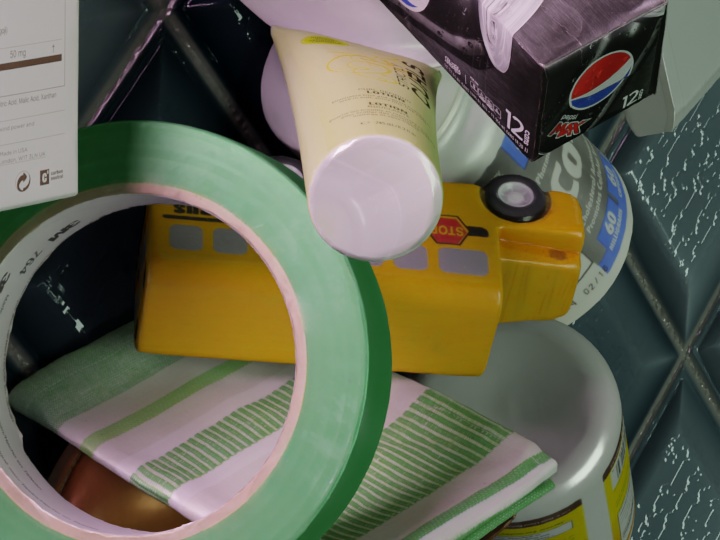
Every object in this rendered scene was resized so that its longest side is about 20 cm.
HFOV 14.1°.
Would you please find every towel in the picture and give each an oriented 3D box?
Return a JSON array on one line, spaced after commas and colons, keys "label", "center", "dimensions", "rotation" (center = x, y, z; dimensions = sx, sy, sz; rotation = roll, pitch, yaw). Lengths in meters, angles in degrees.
[{"label": "towel", "center": [-0.032, 0.072, 1.285], "dimensions": [0.153, 0.200, 0.023], "rotation": [-30, 141, -46]}]

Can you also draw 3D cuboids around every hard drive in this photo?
[{"label": "hard drive", "center": [0.150, -0.152, 1.413], "dimensions": [0.200, 0.026, 0.132], "rotation": [-42, 121, -66]}]

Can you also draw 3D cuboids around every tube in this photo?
[{"label": "tube", "center": [0.001, -0.063, 1.188], "dimensions": [0.058, 0.052, 0.200], "rotation": [56, 10, -18]}]

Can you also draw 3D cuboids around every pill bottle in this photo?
[{"label": "pill bottle", "center": [0.084, 0.106, 1.484], "dimensions": [0.109, 0.109, 0.200], "rotation": [-63, 162, -19]}, {"label": "pill bottle", "center": [0.042, -0.055, 1.413], "dimensions": [0.200, 0.114, 0.114], "rotation": [40, 68, -50]}]

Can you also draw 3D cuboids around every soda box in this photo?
[{"label": "soda box", "center": [0.040, -0.142, 1.225], "dimensions": [0.071, 0.200, 0.063], "rotation": [-29, 150, -22]}]

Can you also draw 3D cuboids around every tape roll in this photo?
[{"label": "tape roll", "center": [-0.089, 0.039, 1.199], "dimensions": [0.048, 0.200, 0.201], "rotation": [13, 90, -77]}]

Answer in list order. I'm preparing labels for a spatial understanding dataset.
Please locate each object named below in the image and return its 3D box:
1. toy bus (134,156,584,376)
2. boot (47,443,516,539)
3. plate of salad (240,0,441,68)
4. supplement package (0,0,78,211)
[{"label": "toy bus", "center": [0.000, 0.000, 1.315], "dimensions": [0.065, 0.200, 0.078], "rotation": [103, -12, -44]}, {"label": "boot", "center": [-0.035, 0.107, 1.320], "dimensions": [0.200, 0.155, 0.077], "rotation": [-18, 124, -50]}, {"label": "plate of salad", "center": [0.008, -0.185, 1.328], "dimensions": [0.200, 0.048, 0.200], "rotation": [4, 77, -17]}, {"label": "supplement package", "center": [-0.187, -0.125, 1.091], "dimensions": [0.120, 0.121, 0.200], "rotation": [-15, 111, -49]}]
